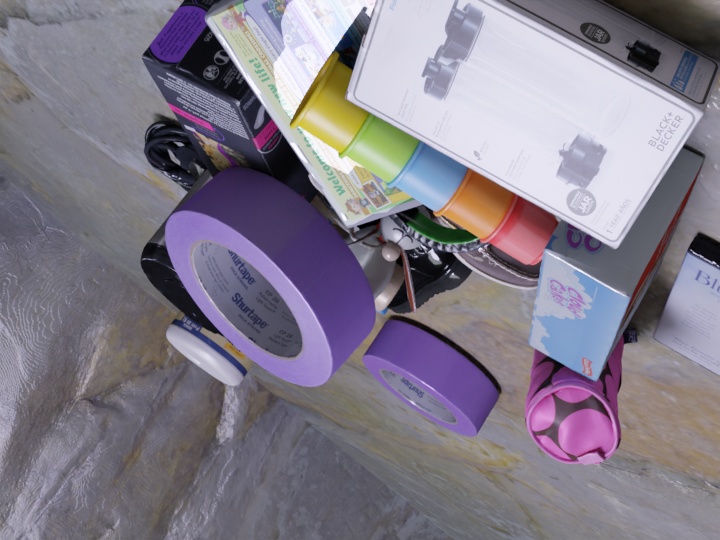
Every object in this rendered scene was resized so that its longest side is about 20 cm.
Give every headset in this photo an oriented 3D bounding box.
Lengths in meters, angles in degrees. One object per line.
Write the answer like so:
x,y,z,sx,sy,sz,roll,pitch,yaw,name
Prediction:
0.034,-0.096,0.796,0.200,0.094,0.123,47,133,0,headset

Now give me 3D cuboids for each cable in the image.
-0.210,-0.131,1.390,0.198,0.051,0.163,26,167,22,cable

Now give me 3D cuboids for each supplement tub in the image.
-0.197,0.063,1.630,0.143,0.201,0.145,32,165,10,supplement tub

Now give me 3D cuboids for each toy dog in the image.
0.000,0.000,0.948,0.130,0.097,0.200,23,160,12,toy dog

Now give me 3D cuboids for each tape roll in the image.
0.101,0.158,1.504,0.199,0.066,0.200,32,164,10,tape roll
-0.082,0.008,0.919,0.199,0.066,0.201,33,150,22,tape roll

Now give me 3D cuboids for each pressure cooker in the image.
-0.139,-0.038,1.204,0.177,0.201,0.177,19,154,39,pressure cooker

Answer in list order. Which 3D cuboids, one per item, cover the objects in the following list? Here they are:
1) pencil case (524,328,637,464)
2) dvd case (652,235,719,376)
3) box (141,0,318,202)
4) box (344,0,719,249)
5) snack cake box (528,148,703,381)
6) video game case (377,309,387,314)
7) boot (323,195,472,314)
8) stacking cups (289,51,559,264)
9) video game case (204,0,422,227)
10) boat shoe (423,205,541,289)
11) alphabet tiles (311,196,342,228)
0.200,0.101,0.929,0.090,0.200,0.095,-15,104,22,pencil case
0.317,0.052,0.836,0.142,0.018,0.200,31,164,19,dvd case
-0.085,-0.152,0.896,0.105,0.123,0.200,28,164,21,box
0.099,-0.115,0.624,0.198,0.060,0.117,29,136,8,box
0.183,-0.006,0.765,0.067,0.116,0.200,29,163,17,snack cake box
-0.061,-0.012,1.464,0.199,0.018,0.143,24,161,36,video game case
0.023,-0.038,1.079,0.157,0.080,0.211,32,156,-12,boot
0.048,-0.072,0.716,0.199,0.061,0.060,31,166,-14,stacking cups
0.013,-0.132,0.724,0.180,0.022,0.201,-16,123,33,video game case
0.095,-0.058,0.892,0.200,0.072,0.060,42,168,-3,boat shoe
-0.088,-0.097,1.091,0.195,0.015,0.201,26,-157,-55,alphabet tiles
